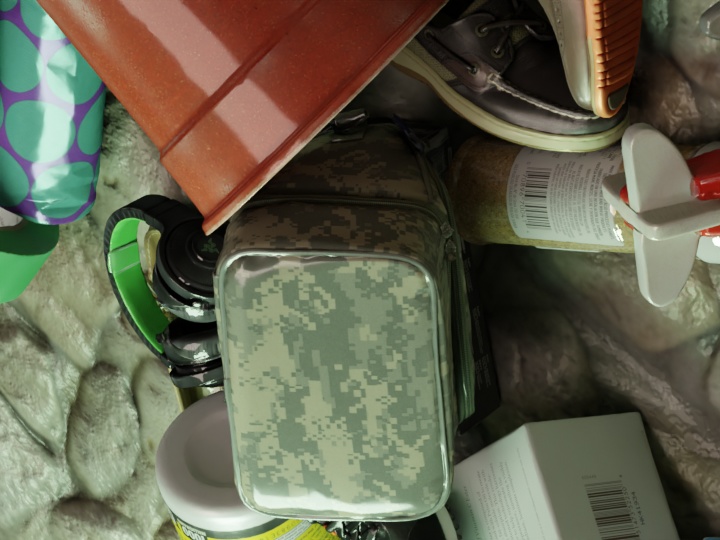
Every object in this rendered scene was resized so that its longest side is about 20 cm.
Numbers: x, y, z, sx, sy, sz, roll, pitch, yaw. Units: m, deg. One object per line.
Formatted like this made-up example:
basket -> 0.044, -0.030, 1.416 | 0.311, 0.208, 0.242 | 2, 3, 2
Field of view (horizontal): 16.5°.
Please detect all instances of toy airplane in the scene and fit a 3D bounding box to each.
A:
toy airplane -> 0.224, -0.054, 1.296 | 0.199, 0.141, 0.200 | 34, 114, -11

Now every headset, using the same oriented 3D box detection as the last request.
headset -> -0.110, 0.030, 1.624 | 0.200, 0.094, 0.124 | 29, 136, 39

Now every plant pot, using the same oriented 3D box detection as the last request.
plant pot -> -0.081, -0.159, 1.358 | 0.195, 0.201, 0.201 | 46, 138, -4

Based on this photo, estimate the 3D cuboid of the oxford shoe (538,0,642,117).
oxford shoe -> 0.109, -0.182, 1.373 | 0.073, 0.071, 0.200 | -4, 101, 27

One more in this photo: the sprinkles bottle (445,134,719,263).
sprinkles bottle -> 0.144, -0.043, 1.431 | 0.200, 0.068, 0.068 | 5, 117, 42

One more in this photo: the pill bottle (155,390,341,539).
pill bottle -> -0.064, 0.181, 1.698 | 0.112, 0.112, 0.200 | 24, 148, 32

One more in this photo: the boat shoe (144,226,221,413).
boat shoe -> -0.112, 0.055, 1.732 | 0.073, 0.063, 0.201 | 4, 116, 42

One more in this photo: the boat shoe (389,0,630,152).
boat shoe -> 0.072, -0.133, 1.442 | 0.200, 0.073, 0.065 | 29, 136, 28

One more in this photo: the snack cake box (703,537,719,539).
snack cake box -> 0.239, 0.272, 1.484 | 0.067, 0.115, 0.200 | 0, 120, -1

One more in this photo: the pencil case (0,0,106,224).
pencil case -> -0.214, -0.131, 1.702 | 0.092, 0.085, 0.200 | -101, 18, -51

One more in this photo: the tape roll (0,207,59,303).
tape roll -> -0.308, -0.059, 1.749 | 0.200, 0.200, 0.048 | 44, 108, 15

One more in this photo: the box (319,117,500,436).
box -> 0.000, 0.000, 1.605 | 0.158, 0.050, 0.200 | 6, 118, 41

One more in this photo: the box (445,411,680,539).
box -> 0.099, 0.184, 1.557 | 0.200, 0.097, 0.125 | -37, 64, 48

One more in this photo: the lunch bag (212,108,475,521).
lunch bag -> -0.004, 0.026, 1.469 | 0.139, 0.168, 0.200 | -2, 119, 8

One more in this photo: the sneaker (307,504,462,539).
sneaker -> -0.011, 0.146, 1.539 | 0.200, 0.090, 0.070 | 56, 141, 44
